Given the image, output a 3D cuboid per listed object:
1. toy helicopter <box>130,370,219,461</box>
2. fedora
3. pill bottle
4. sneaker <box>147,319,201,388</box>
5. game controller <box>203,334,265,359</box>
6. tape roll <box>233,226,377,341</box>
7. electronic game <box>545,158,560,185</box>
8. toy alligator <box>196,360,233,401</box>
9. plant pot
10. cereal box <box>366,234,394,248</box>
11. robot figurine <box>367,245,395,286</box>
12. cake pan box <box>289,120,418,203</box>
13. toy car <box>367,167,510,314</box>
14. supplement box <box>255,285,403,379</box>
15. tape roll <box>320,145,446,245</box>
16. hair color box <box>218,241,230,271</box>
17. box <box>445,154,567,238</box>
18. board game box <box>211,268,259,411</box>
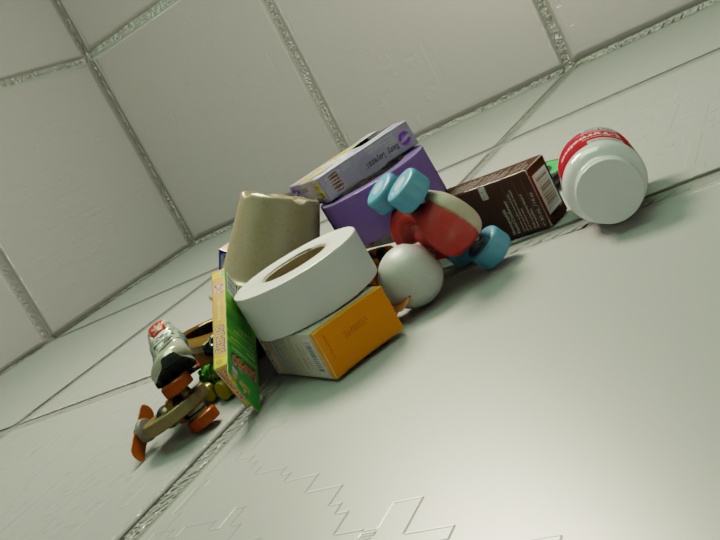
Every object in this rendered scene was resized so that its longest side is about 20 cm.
[{"bbox_3d":[-0.281,0.210,1.260,0.132,0.079,0.200,-38,5,-5],"label":"toy helicopter"},{"bbox_3d":[-0.221,0.122,1.442,0.200,0.082,0.201,-20,9,3],"label":"fedora"},{"bbox_3d":[0.332,-0.129,1.169,0.112,0.113,0.200,-25,12,16],"label":"pill bottle"},{"bbox_3d":[-0.292,0.120,1.271,0.070,0.094,0.200,-34,-5,-9],"label":"sneaker"},{"bbox_3d":[-0.142,0.105,1.328,0.199,0.042,0.104,-13,14,-34],"label":"game controller"},{"bbox_3d":[-0.077,0.017,1.212,0.202,0.071,0.202,-29,11,6],"label":"tape roll"},{"bbox_3d":[0.287,-0.152,1.557,0.199,0.042,0.200,-27,11,6],"label":"electronic game"},{"bbox_3d":[-0.228,0.167,1.329,0.200,0.054,0.059,-16,16,48],"label":"toy alligator"},{"bbox_3d":[-0.144,-0.034,1.414,0.199,0.184,0.200,7,6,-1],"label":"plant pot"},{"bbox_3d":[0.062,-0.074,1.615,0.199,0.040,0.144,-15,5,-24],"label":"cereal box"},{"bbox_3d":[0.000,0.000,1.495,0.145,0.058,0.200,-23,7,-33],"label":"robot figurine"},{"bbox_3d":[-0.012,-0.184,1.483,0.200,0.052,0.184,-35,14,-14],"label":"cake pan box"},{"bbox_3d":[0.078,-0.015,1.243,0.200,0.184,0.177,-59,17,-8],"label":"toy car"},{"bbox_3d":[-0.047,0.087,1.204,0.126,0.074,0.200,-35,13,-26],"label":"supplement box"},{"bbox_3d":[0.038,-0.123,1.425,0.200,0.085,0.200,-30,12,7],"label":"tape roll"},{"bbox_3d":[-0.173,-0.010,1.706,0.199,0.065,0.109,18,33,22],"label":"hair color box"},{"bbox_3d":[0.213,-0.100,1.354,0.200,0.100,0.075,-18,15,43],"label":"box"},{"bbox_3d":[-0.174,0.098,1.188,0.030,0.096,0.200,-23,43,8],"label":"board game box"}]
